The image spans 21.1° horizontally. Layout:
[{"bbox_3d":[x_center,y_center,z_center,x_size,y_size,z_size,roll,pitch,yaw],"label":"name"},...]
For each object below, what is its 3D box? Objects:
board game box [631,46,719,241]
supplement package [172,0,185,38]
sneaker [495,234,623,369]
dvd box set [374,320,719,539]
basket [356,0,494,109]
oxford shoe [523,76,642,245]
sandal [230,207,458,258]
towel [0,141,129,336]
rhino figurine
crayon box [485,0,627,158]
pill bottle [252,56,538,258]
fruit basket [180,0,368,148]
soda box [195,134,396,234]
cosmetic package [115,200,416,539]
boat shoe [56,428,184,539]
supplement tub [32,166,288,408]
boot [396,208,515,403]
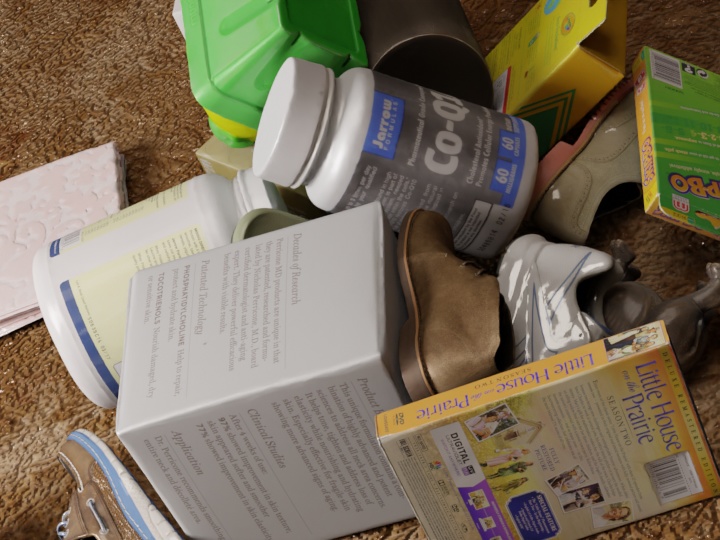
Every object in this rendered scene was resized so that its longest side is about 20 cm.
[{"bbox_3d":[0.260,-0.090,1.484,0.095,0.030,0.200,19,39,-14],"label":"board game box"},{"bbox_3d":[-0.094,-0.273,1.855,0.121,0.120,0.200,-12,41,15],"label":"supplement package"},{"bbox_3d":[0.128,0.067,1.352,0.087,0.074,0.201,1,71,36],"label":"sneaker"},{"bbox_3d":[0.127,0.121,1.275,0.199,0.147,0.029,-20,37,10],"label":"dvd box set"},{"bbox_3d":[0.031,-0.174,1.628,0.180,0.136,0.200,-43,26,5],"label":"basket"},{"bbox_3d":[0.204,-0.088,1.543,0.074,0.071,0.200,37,62,15],"label":"oxford shoe"},{"bbox_3d":[-0.001,0.001,1.473,0.057,0.200,0.080,-34,47,58],"label":"sandal"},{"bbox_3d":[-0.299,-0.022,1.765,0.191,0.032,0.200,-20,40,7],"label":"towel"},{"bbox_3d":[0.179,0.025,1.420,0.200,0.060,0.088,14,65,43],"label":"rhino figurine"},{"bbox_3d":[0.157,-0.167,1.571,0.200,0.051,0.127,-45,24,40],"label":"crayon box"},{"bbox_3d":[0.025,-0.089,1.477,0.199,0.114,0.114,16,39,-15],"label":"pill bottle"},{"bbox_3d":[-0.093,-0.184,1.589,0.215,0.155,0.216,-25,56,43],"label":"fruit basket"},{"bbox_3d":[-0.049,-0.076,1.658,0.200,0.064,0.068,23,60,43],"label":"soda box"},{"bbox_3d":[-0.049,0.085,1.396,0.199,0.168,0.167,-16,40,12],"label":"cosmetic package"},{"bbox_3d":[-0.187,0.189,1.435,0.072,0.072,0.200,-38,40,-11],"label":"boat shoe"},{"bbox_3d":[-0.146,0.010,1.551,0.200,0.145,0.145,-23,39,4],"label":"supplement tub"},{"bbox_3d":[0.069,0.019,1.353,0.075,0.074,0.200,-24,35,16],"label":"boot"}]
